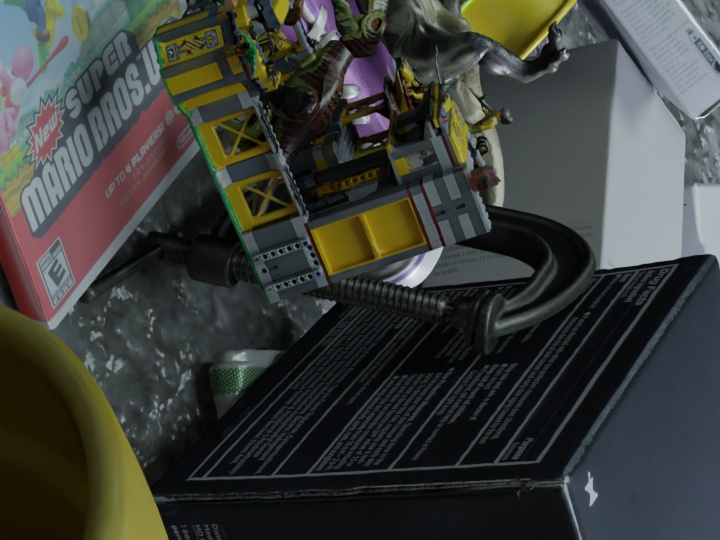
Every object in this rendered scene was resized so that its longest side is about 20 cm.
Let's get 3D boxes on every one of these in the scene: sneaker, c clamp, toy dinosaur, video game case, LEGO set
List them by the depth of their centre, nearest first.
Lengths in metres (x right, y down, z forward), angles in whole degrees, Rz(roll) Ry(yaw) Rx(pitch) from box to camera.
[{"bbox_3d":[-0.117,-0.096,0.755,0.143,0.017,0.200,-56,146,-39],"label":"video game case"},{"bbox_3d":[-0.001,-0.084,0.812,0.200,0.115,0.154,-69,140,-72],"label":"LEGO set"},{"bbox_3d":[0.000,0.000,0.849,0.171,0.199,0.027,-55,151,-62],"label":"c clamp"},{"bbox_3d":[0.050,-0.116,0.935,0.200,0.088,0.047,59,14,-14],"label":"toy dinosaur"},{"bbox_3d":[-0.021,-0.089,0.956,0.114,0.072,0.201,16,57,-54],"label":"sneaker"}]

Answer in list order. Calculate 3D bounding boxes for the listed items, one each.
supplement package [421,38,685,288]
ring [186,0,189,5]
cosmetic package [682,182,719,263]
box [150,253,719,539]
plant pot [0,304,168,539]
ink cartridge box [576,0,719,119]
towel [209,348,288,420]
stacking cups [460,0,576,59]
[{"bbox_3d":[0.115,-0.014,1.114,0.117,0.117,0.201,41,48,-48],"label":"supplement package"},{"bbox_3d":[-0.114,-0.144,0.784,0.200,0.019,0.201,-36,132,-53],"label":"ring"},{"bbox_3d":[0.249,-0.004,1.386,0.200,0.081,0.113,-2,83,-59],"label":"cosmetic package"},{"bbox_3d":[0.050,0.095,0.835,0.200,0.198,0.124,-45,121,-52],"label":"box"},{"bbox_3d":[-0.139,0.139,0.568,0.189,0.200,0.201,74,26,-45],"label":"plant pot"},{"bbox_3d":[0.128,-0.194,1.119,0.200,0.041,0.200,48,7,-19],"label":"ink cartridge box"},{"bbox_3d":[-0.023,0.140,0.924,0.149,0.031,0.201,6,79,-57],"label":"towel"},{"bbox_3d":[0.024,-0.190,0.970,0.200,0.060,0.061,44,37,-5],"label":"stacking cups"}]
